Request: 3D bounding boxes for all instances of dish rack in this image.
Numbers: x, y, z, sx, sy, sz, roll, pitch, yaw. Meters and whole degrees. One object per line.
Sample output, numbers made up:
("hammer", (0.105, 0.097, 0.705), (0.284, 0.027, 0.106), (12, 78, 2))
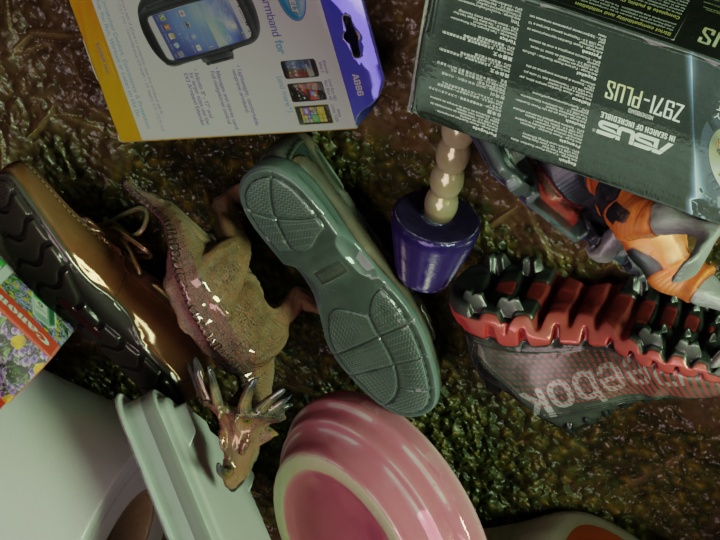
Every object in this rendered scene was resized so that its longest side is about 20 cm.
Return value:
("dish rack", (-0.089, 0.175, 1.180), (0.043, 0.201, 0.172), (-30, 153, 5))

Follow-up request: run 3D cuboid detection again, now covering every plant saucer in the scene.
("plant saucer", (0.006, 0.182, 1.196), (0.200, 0.051, 0.202), (32, 135, 38))

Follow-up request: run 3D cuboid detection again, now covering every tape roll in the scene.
("tape roll", (-0.234, 0.180, 1.271), (0.138, 0.203, 0.204), (22, 130, 11))

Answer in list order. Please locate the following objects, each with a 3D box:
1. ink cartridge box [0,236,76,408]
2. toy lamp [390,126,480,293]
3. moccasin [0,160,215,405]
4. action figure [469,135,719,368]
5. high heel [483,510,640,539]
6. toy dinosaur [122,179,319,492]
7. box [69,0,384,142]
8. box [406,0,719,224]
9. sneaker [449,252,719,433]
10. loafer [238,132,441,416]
("ink cartridge box", (-0.252, 0.028, 1.175), (0.109, 0.200, 0.050), (45, 101, -8))
("toy lamp", (0.055, -0.074, 1.034), (0.058, 0.058, 0.201), (22, 127, 12))
("moccasin", (-0.170, 0.001, 1.200), (0.201, 0.078, 0.073), (44, 146, -12))
("action figure", (0.154, -0.043, 0.950), (0.105, 0.200, 0.194), (-43, 55, 14))
("high heel", (0.122, 0.212, 1.202), (0.198, 0.068, 0.097), (15, 135, 28))
("toy dinosaur", (-0.089, 0.029, 1.129), (0.085, 0.136, 0.201), (-23, 110, 37))
("box", (-0.076, -0.142, 1.066), (0.198, 0.042, 0.120), (-1, 122, 26))
("box", (0.147, -0.119, 0.879), (0.198, 0.164, 0.087), (20, 130, 13))
("sneaker", (0.151, 0.053, 1.062), (0.199, 0.071, 0.099), (9, 126, 25))
("loafer", (0.000, 0.000, 1.116), (0.071, 0.063, 0.201), (-17, 117, 35))
